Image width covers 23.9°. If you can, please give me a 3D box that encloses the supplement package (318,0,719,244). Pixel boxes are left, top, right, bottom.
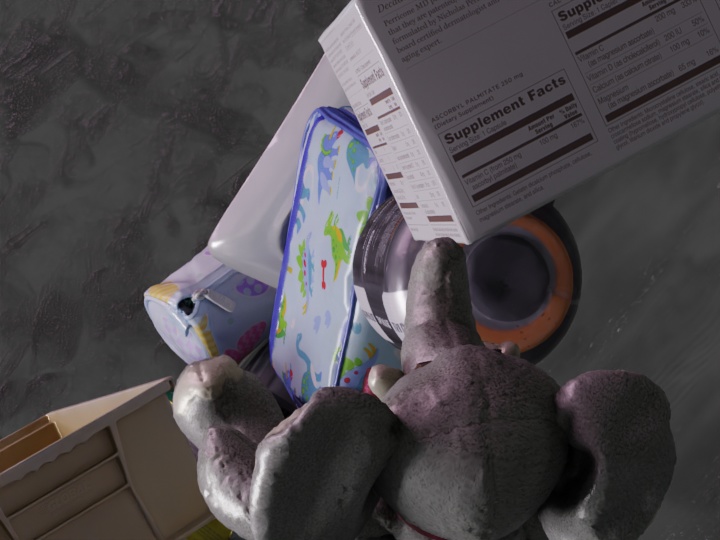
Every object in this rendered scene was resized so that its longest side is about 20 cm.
[{"bbox_3d":[0.097,-0.106,0.755,0.198,0.112,0.156,-27,5,-5],"label":"supplement package"}]

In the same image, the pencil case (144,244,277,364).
[{"bbox_3d":[-0.068,-0.008,1.262,0.200,0.083,0.091,-40,-30,-22],"label":"pencil case"}]

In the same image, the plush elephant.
[{"bbox_3d":[0.026,0.067,0.649,0.156,0.163,0.201,111,155,-43],"label":"plush elephant"}]

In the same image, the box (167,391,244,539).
[{"bbox_3d":[-0.119,0.196,1.175,0.117,0.048,0.202,29,108,42],"label":"box"}]

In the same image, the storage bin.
[{"bbox_3d":[-0.222,0.164,1.085,0.198,0.095,0.199,-29,6,-34],"label":"storage bin"}]

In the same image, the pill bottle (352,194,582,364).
[{"bbox_3d":[0.058,0.002,0.920,0.107,0.106,0.200,-57,7,-2],"label":"pill bottle"}]

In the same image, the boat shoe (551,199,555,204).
[{"bbox_3d":[0.081,-0.036,1.107,0.201,0.066,0.057,-58,12,29],"label":"boat shoe"}]

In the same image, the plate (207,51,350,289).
[{"bbox_3d":[0.020,-0.052,1.209,0.201,0.199,0.032,-56,34,9],"label":"plate"}]

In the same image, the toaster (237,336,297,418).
[{"bbox_3d":[-0.068,0.130,1.267,0.201,0.113,0.129,-54,5,29],"label":"toaster"}]

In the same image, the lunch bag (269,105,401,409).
[{"bbox_3d":[0.000,0.000,1.110,0.161,0.081,0.202,-131,49,-62],"label":"lunch bag"}]
